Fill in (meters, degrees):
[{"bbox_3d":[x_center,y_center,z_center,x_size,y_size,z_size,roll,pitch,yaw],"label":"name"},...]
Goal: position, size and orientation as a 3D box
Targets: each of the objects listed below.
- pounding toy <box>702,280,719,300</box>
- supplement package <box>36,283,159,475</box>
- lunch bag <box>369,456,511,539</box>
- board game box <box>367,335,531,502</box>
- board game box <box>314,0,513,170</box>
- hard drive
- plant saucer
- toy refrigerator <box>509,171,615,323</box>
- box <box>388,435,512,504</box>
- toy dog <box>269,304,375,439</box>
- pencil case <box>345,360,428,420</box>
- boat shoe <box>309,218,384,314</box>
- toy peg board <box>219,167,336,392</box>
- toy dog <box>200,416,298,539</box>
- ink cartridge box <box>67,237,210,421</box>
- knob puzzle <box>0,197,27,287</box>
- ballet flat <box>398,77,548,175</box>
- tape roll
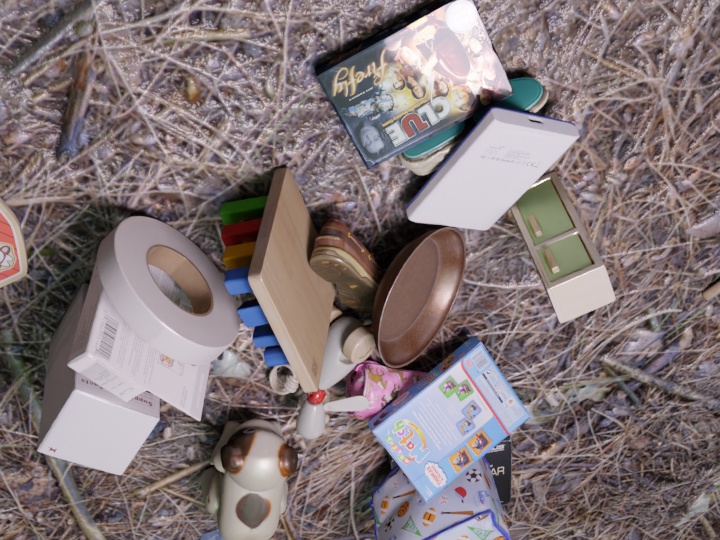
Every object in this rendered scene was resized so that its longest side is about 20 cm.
[{"bbox_3d":[0.591,-0.032,1.408,0.181,0.143,0.203,-13,119,-2],"label":"pounding toy"},{"bbox_3d":[-0.332,0.138,1.296,0.116,0.201,0.117,23,122,-27],"label":"supplement package"},{"bbox_3d":[0.114,0.373,1.537,0.198,0.171,0.125,-26,124,9],"label":"lunch bag"},{"bbox_3d":[0.130,0.216,1.458,0.199,0.037,0.152,-38,112,-5],"label":"board game box"},{"bbox_3d":[0.064,-0.223,1.181,0.198,0.035,0.136,-27,118,10],"label":"board game box"},{"bbox_3d":[0.160,-0.121,1.249,0.130,0.026,0.200,5,146,-30],"label":"hard drive"},{"bbox_3d":[0.072,0.031,1.342,0.200,0.036,0.203,-39,142,-38],"label":"plant saucer"},{"bbox_3d":[0.248,-0.036,1.275,0.075,0.201,0.070,-23,130,9],"label":"toy refrigerator"},{"bbox_3d":[0.147,0.329,1.646,0.196,0.044,0.162,-9,129,-4],"label":"box"},{"bbox_3d":[-0.031,0.137,1.425,0.095,0.133,0.201,-6,145,-46],"label":"toy dog"},{"bbox_3d":[0.074,0.187,1.494,0.197,0.088,0.083,10,144,-20],"label":"pencil case"},{"bbox_3d":[-0.001,0.000,1.335,0.071,0.069,0.200,-2,153,26],"label":"boat shoe"},{"bbox_3d":[-0.115,0.017,1.259,0.096,0.201,0.202,-9,131,16],"label":"toy peg board"},{"bbox_3d":[-0.164,0.303,1.475,0.137,0.196,0.202,13,132,-5],"label":"toy dog"},{"bbox_3d":[-0.262,0.072,1.256,0.044,0.202,0.176,-28,129,31],"label":"ink cartridge box"},{"bbox_3d":[-0.504,-0.031,1.238,0.216,0.031,0.222,-6,129,-7],"label":"knob puzzle"},{"bbox_3d":[0.140,-0.176,1.240,0.197,0.068,0.062,-22,150,14],"label":"ballet flat"},{"bbox_3d":[-0.229,0.023,1.226,0.037,0.204,0.202,-40,125,20],"label":"tape roll"}]
